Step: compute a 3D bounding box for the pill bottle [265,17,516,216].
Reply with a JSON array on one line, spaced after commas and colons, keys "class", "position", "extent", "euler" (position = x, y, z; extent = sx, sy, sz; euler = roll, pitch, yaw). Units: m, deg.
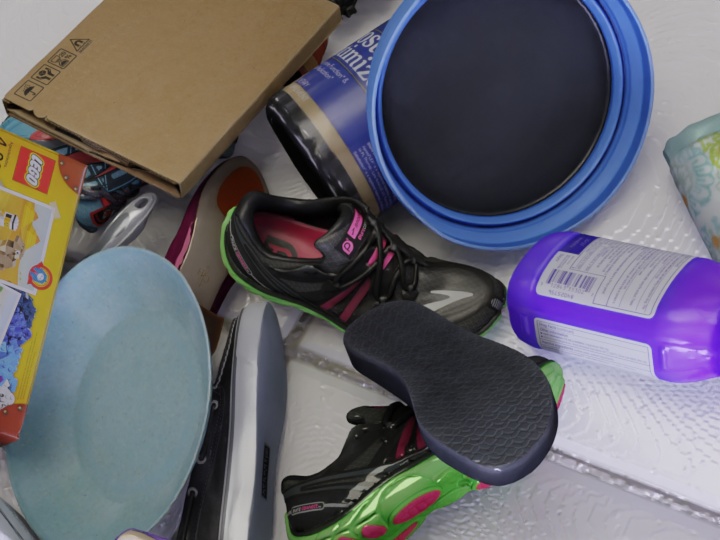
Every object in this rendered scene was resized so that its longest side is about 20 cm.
[{"class": "pill bottle", "position": [0.043, -0.126, 1.020], "extent": [0.200, 0.112, 0.112], "euler": [-35, 56, -6]}]

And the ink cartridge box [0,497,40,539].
[{"class": "ink cartridge box", "position": [-0.279, 0.187, 0.870], "extent": [0.144, 0.200, 0.084], "euler": [-41, 61, -10]}]

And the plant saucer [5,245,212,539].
[{"class": "plant saucer", "position": [-0.154, 0.086, 0.934], "extent": [0.201, 0.039, 0.202], "euler": [-14, 68, 38]}]

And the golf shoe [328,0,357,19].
[{"class": "golf shoe", "position": [0.030, -0.276, 1.139], "extent": [0.200, 0.078, 0.095], "euler": [-25, 42, -11]}]

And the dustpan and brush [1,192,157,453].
[{"class": "dustpan and brush", "position": [-0.211, 0.026, 1.030], "extent": [0.200, 0.057, 0.140], "euler": [-45, 58, -12]}]

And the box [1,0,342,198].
[{"class": "box", "position": [-0.134, -0.153, 1.051], "extent": [0.163, 0.021, 0.200], "euler": [26, 59, 21]}]

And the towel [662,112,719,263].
[{"class": "towel", "position": [0.318, -0.050, 0.932], "extent": [0.200, 0.048, 0.171], "euler": [-21, 55, 3]}]

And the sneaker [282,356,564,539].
[{"class": "sneaker", "position": [0.036, 0.105, 0.892], "extent": [0.200, 0.077, 0.084], "euler": [-31, 59, -6]}]

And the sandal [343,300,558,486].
[{"class": "sandal", "position": [0.056, 0.070, 0.839], "extent": [0.076, 0.043, 0.200], "euler": [-26, 27, -11]}]

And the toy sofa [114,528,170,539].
[{"class": "toy sofa", "position": [-0.046, 0.200, 0.823], "extent": [0.199, 0.083, 0.098], "euler": [10, 101, 11]}]

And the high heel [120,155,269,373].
[{"class": "high heel", "position": [-0.124, 0.003, 1.030], "extent": [0.096, 0.067, 0.200], "euler": [-32, 27, 39]}]

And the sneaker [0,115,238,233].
[{"class": "sneaker", "position": [-0.183, -0.072, 1.087], "extent": [0.200, 0.079, 0.096], "euler": [-5, 69, 22]}]

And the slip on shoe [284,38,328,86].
[{"class": "slip on shoe", "position": [-0.124, -0.166, 1.122], "extent": [0.199, 0.074, 0.061], "euler": [-1, 62, 10]}]

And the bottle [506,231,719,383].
[{"class": "bottle", "position": [0.191, 0.028, 0.888], "extent": [0.200, 0.065, 0.084], "euler": [13, 41, 34]}]

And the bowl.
[{"class": "bowl", "position": [0.097, -0.114, 0.959], "extent": [0.200, 0.201, 0.039], "euler": [-33, 23, -6]}]

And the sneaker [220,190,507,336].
[{"class": "sneaker", "position": [0.000, 0.000, 0.959], "extent": [0.199, 0.084, 0.077], "euler": [15, 62, 4]}]

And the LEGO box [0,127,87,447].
[{"class": "LEGO box", "position": [-0.281, 0.001, 0.949], "extent": [0.077, 0.149, 0.200], "euler": [-22, 52, 50]}]

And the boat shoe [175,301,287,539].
[{"class": "boat shoe", "position": [-0.090, 0.114, 0.943], "extent": [0.066, 0.070, 0.200], "euler": [-3, 66, 13]}]
